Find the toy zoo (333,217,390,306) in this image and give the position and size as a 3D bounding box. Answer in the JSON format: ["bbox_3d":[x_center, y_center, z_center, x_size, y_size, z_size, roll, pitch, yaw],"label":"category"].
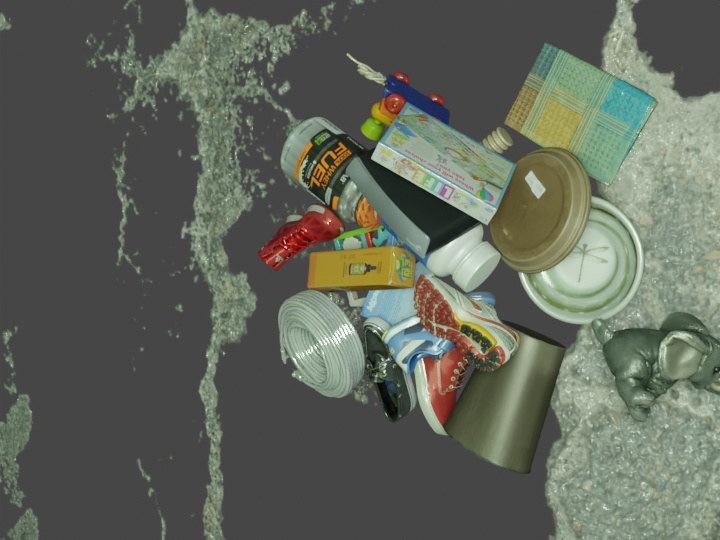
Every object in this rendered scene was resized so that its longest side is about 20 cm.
[{"bbox_3d":[0.023,-0.016,1.586,0.131,0.020,0.201,-14,92,30],"label":"toy zoo"}]

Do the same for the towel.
[{"bbox_3d":[0.335,-0.242,1.375,0.200,0.022,0.147,35,112,22],"label":"towel"}]

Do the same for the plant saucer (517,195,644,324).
[{"bbox_3d":[0.344,-0.019,1.389,0.199,0.050,0.201,5,100,31],"label":"plant saucer"}]

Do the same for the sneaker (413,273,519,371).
[{"bbox_3d":[0.160,0.075,1.383,0.200,0.082,0.078,43,134,27],"label":"sneaker"}]

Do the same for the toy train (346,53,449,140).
[{"bbox_3d":[0.036,-0.263,1.463,0.199,0.085,0.116,28,130,-15],"label":"toy train"}]

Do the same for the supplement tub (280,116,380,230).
[{"bbox_3d":[-0.031,-0.163,1.521,0.200,0.122,0.123,39,115,25],"label":"supplement tub"}]

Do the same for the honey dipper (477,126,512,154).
[{"bbox_3d":[0.164,-0.161,1.474,0.200,0.038,0.038,-39,79,30],"label":"honey dipper"}]

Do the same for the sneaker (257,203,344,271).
[{"bbox_3d":[-0.106,-0.045,1.556,0.078,0.116,0.200,44,159,-13],"label":"sneaker"}]

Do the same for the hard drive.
[{"bbox_3d":[0.083,-0.124,1.378,0.200,0.135,0.042,51,157,23],"label":"hard drive"}]

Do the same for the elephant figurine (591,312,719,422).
[{"bbox_3d":[0.473,0.128,1.317,0.199,0.155,0.142,-26,43,19],"label":"elephant figurine"}]

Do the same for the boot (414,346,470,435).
[{"bbox_3d":[0.168,0.175,1.512,0.144,0.072,0.201,-13,89,29],"label":"boot"}]

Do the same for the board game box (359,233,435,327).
[{"bbox_3d":[0.079,0.002,1.523,0.103,0.019,0.201,23,96,21],"label":"board game box"}]

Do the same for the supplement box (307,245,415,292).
[{"bbox_3d":[0.000,0.000,1.516,0.199,0.069,0.067,-3,78,46],"label":"supplement box"}]

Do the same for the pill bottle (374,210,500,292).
[{"bbox_3d":[0.126,-0.062,1.434,0.200,0.112,0.112,43,116,21],"label":"pill bottle"}]

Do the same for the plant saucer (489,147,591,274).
[{"bbox_3d":[0.268,-0.095,1.377,0.200,0.029,0.201,-23,60,49],"label":"plant saucer"}]

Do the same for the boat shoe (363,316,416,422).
[{"bbox_3d":[0.040,0.176,1.545,0.070,0.066,0.201,6,125,37],"label":"boat shoe"}]

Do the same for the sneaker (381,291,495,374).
[{"bbox_3d":[0.136,0.099,1.454,0.199,0.074,0.083,-29,65,15],"label":"sneaker"}]

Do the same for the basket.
[{"bbox_3d":[0.237,0.192,1.428,0.180,0.136,0.201,31,101,62],"label":"basket"}]

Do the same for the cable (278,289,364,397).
[{"bbox_3d":[-0.069,0.132,1.585,0.200,0.069,0.201,33,140,40],"label":"cable"}]

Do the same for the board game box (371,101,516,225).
[{"bbox_3d":[0.129,-0.165,1.358,0.199,0.135,0.034,30,133,1],"label":"board game box"}]
